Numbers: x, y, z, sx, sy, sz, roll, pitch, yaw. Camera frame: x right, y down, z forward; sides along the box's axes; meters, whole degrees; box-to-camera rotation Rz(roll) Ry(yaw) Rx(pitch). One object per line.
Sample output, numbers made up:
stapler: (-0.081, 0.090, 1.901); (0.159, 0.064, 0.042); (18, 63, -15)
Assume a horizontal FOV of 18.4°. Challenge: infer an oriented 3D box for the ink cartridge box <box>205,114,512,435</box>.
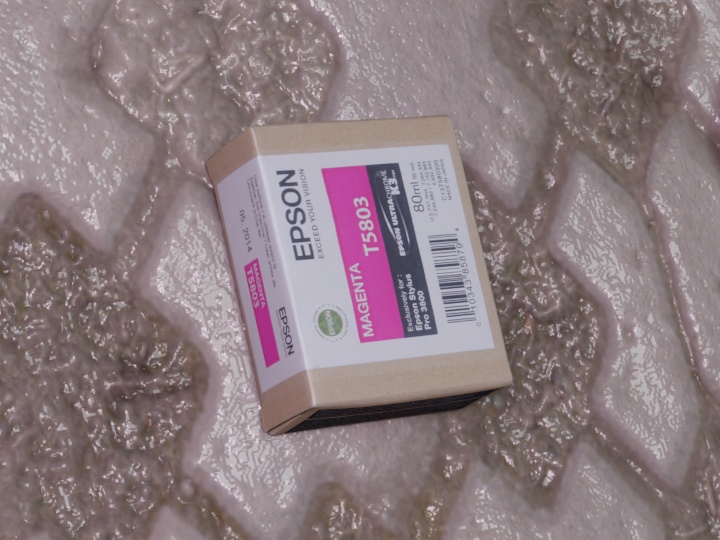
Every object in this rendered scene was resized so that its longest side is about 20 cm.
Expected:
ink cartridge box: (0.000, 0.000, 1.515); (0.164, 0.075, 0.201); (-6, 76, -31)
